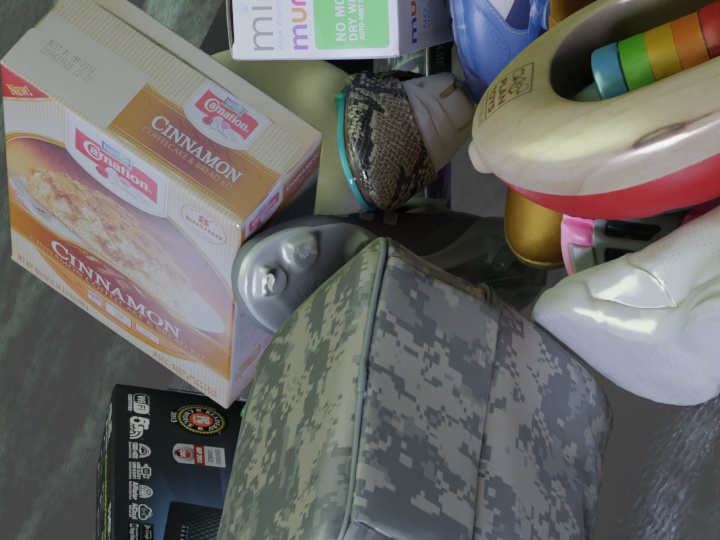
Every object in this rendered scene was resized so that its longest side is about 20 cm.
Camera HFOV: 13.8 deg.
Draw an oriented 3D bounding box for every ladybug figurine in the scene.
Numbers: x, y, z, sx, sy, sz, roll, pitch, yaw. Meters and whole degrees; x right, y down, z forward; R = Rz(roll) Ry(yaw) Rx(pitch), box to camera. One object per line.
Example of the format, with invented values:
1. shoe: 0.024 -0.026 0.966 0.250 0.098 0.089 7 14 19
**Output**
1. ladybug figurine: 0.143 -0.078 1.309 0.199 0.072 0.136 -19 32 19

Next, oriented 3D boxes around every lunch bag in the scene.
1. lunch bag: 0.034 0.114 1.326 0.139 0.167 0.201 -46 26 44

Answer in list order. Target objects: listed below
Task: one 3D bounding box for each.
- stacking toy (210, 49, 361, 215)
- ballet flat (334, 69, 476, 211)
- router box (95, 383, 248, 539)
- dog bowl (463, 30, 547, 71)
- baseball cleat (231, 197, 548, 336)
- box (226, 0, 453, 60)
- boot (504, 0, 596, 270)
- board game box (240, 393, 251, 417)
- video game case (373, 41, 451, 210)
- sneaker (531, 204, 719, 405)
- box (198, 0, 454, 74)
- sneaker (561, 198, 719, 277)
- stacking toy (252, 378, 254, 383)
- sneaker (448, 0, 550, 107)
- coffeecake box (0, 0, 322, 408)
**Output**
1. stacking toy: -0.065 -0.020 1.737 0.200 0.145 0.147 111 171 -52
2. ballet flat: 0.025 -0.079 1.546 0.075 0.068 0.200 -20 10 3
3. router box: -0.064 0.147 1.575 0.200 0.149 0.062 -97 19 -57
4. dog bowl: 0.117 -0.190 1.638 0.200 0.058 0.201 -55 22 34
5. baseball cleat: 0.000 0.000 1.517 0.106 0.199 0.070 20 104 50
6. box: -0.004 -0.215 1.524 0.176 0.096 0.202 -25 -66 -71
7. boot: 0.106 -0.114 1.448 0.202 0.070 0.144 -66 -25 -13
8. board game box: 0.013 0.085 1.531 0.200 0.019 0.103 44 110 46
9. video game case: 0.029 -0.109 1.714 0.143 0.019 0.202 152 120 -76
10. sneaker: 0.154 0.004 1.302 0.200 0.075 0.089 -8 50 60
11. box: -0.016 -0.163 1.905 0.183 0.104 0.200 -63 18 8
12. sneaker: 0.150 -0.073 1.411 0.095 0.079 0.201 83 -151 -82
13. stacking toy: -0.017 0.046 1.705 0.200 0.085 0.086 145 145 -66
14. sneaker: 0.085 -0.164 1.506 0.074 0.082 0.201 -71 -22 -67
15. coffeecake box: -0.105 -0.038 1.547 0.073 0.153 0.200 -49 -16 -26
